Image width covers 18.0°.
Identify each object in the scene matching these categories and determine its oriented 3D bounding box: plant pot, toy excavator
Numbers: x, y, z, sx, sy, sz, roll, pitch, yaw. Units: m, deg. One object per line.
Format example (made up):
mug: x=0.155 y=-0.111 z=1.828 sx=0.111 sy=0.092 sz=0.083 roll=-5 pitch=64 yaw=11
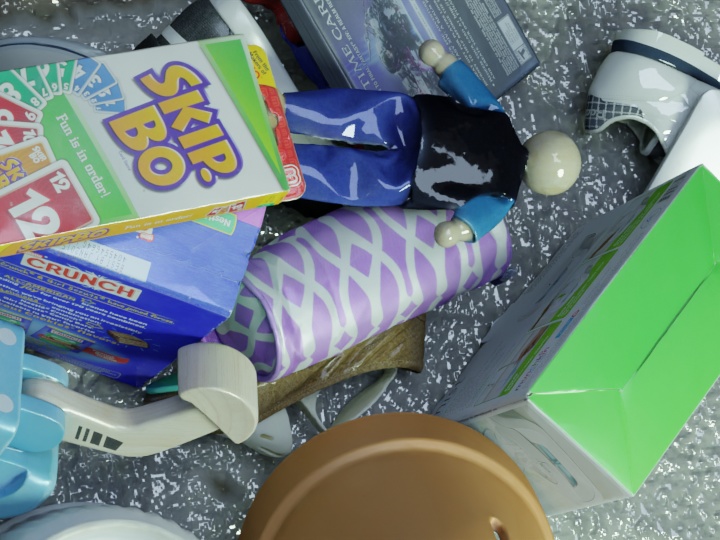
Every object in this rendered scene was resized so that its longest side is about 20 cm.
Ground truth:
plant pot: x=0.031 y=0.199 z=1.339 sx=0.198 sy=0.140 sz=0.202 roll=-2 pitch=105 yaw=-9
toy excavator: x=-0.183 y=0.086 z=1.313 sx=0.199 sy=0.195 sz=0.100 roll=21 pitch=43 yaw=-27

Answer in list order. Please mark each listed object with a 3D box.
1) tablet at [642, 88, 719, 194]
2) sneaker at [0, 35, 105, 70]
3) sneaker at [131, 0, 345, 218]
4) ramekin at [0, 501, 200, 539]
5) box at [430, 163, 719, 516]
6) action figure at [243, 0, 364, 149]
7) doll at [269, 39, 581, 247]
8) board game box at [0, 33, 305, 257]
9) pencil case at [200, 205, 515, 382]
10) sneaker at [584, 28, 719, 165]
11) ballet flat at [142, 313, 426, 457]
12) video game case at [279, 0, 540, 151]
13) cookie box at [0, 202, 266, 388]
tablet: x=0.287 y=-0.025 z=1.567 sx=0.199 sy=0.014 sz=0.131 roll=28 pitch=99 yaw=-15
sneaker: x=-0.158 y=-0.086 z=1.379 sx=0.199 sy=0.074 sz=0.071 roll=24 pitch=23 yaw=15
sneaker: x=-0.077 y=-0.072 z=1.455 sx=0.111 sy=0.073 sz=0.201 roll=-33 pitch=106 yaw=0
ramekin: x=-0.152 y=0.230 z=1.324 sx=0.199 sy=0.105 sz=0.202 roll=5 pitch=76 yaw=-20
box: x=0.152 y=0.049 z=1.444 sx=0.097 sy=0.176 sz=0.200 roll=42 pitch=66 yaw=-7
action figure: x=-0.023 y=-0.168 z=1.487 sx=0.200 sy=0.065 sz=0.099 roll=50 pitch=43 yaw=-16
doll: x=0.039 y=-0.077 z=1.383 sx=0.198 sy=0.049 sz=0.138 roll=6 pitch=67 yaw=-10
board game box: x=-0.127 y=-0.070 z=1.234 sx=0.199 sy=0.030 sz=0.096 roll=-11 pitch=77 yaw=-28
pencil case: x=0.000 y=0.000 z=1.402 sx=0.199 sy=0.085 sz=0.085 roll=-22 pitch=95 yaw=-31
sneaker: x=0.249 y=-0.094 z=1.583 sx=0.199 sy=0.076 sz=0.081 roll=24 pitch=81 yaw=-9
ballet flat: x=-0.040 y=0.074 z=1.436 sx=0.199 sy=0.068 sz=0.073 roll=-22 pitch=105 yaw=-28
video game case: x=0.035 y=-0.158 z=1.483 sx=0.200 sy=0.019 sz=0.144 roll=-40 pitch=103 yaw=-49
cookie box: x=-0.168 y=-0.010 z=1.324 sx=0.170 sy=0.200 sz=0.076 roll=21 pitch=70 yaw=-15
